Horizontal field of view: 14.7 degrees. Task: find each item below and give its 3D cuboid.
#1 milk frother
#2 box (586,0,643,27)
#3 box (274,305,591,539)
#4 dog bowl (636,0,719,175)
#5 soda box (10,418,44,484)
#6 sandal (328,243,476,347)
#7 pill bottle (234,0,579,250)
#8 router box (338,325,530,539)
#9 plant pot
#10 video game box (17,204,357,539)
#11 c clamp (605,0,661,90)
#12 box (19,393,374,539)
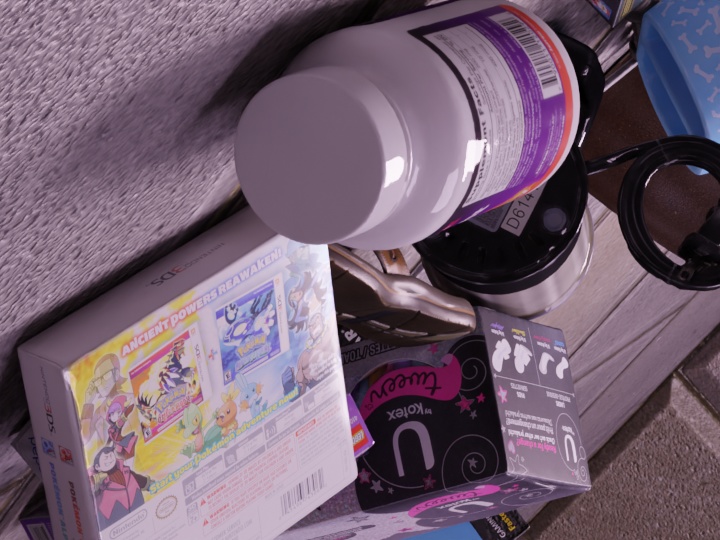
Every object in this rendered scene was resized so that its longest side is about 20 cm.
[{"bbox_3d":[0.138,-0.029,1.748,0.181,0.200,0.188,-45,170,-1],"label":"milk frother"},{"bbox_3d":[0.190,-0.226,1.577,0.137,0.038,0.200,-40,169,-11],"label":"box"},{"bbox_3d":[0.029,0.109,1.816,0.200,0.115,0.132,-18,163,26],"label":"box"},{"bbox_3d":[0.218,-0.121,1.776,0.050,0.112,0.200,-25,171,-2],"label":"dog bowl"},{"bbox_3d":[-0.107,0.073,1.622,0.200,0.068,0.063,-29,164,-49],"label":"soda box"},{"bbox_3d":[0.000,0.000,1.661,0.082,0.055,0.200,-14,159,37],"label":"sandal"},{"bbox_3d":[0.022,-0.072,1.392,0.111,0.111,0.200,-48,168,28],"label":"pill bottle"},{"bbox_3d":[-0.002,0.151,1.946,0.149,0.200,0.051,-38,174,-20],"label":"router box"},{"bbox_3d":[0.271,-0.073,2.037,0.187,0.200,0.187,-40,170,-9],"label":"plant pot"},{"bbox_3d":[-0.089,0.079,1.519,0.200,0.047,0.183,-33,131,-39],"label":"video game box"},{"bbox_3d":[0.206,-0.178,1.852,0.171,0.027,0.200,-42,169,-6],"label":"c clamp"},{"bbox_3d":[-0.103,0.131,1.721,0.137,0.039,0.200,-35,-166,-35],"label":"box"}]
